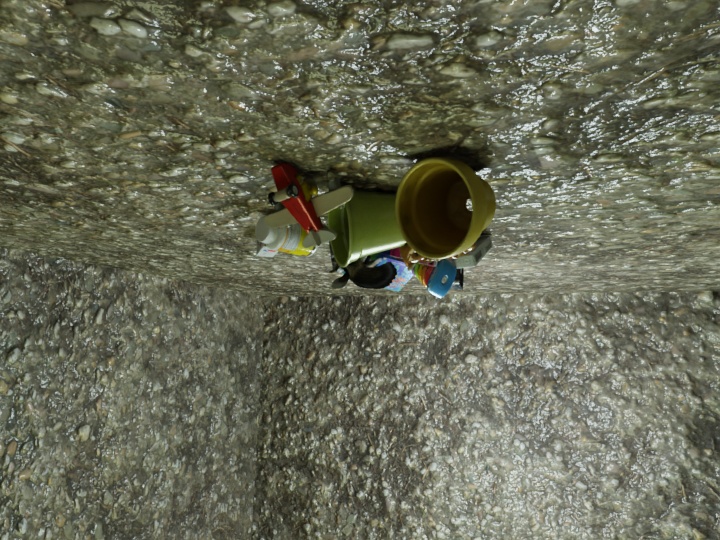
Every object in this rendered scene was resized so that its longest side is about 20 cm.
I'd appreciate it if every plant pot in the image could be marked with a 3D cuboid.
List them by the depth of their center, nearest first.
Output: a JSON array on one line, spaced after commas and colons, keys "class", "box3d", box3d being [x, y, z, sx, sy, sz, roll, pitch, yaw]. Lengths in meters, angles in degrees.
[{"class": "plant pot", "box3d": [0.203, -0.140, 1.205, 0.196, 0.209, 0.186, -5, -175, 39]}, {"class": "plant pot", "box3d": [0.026, -0.121, 1.411, 0.178, 0.209, 0.200, -6, 175, -18]}]

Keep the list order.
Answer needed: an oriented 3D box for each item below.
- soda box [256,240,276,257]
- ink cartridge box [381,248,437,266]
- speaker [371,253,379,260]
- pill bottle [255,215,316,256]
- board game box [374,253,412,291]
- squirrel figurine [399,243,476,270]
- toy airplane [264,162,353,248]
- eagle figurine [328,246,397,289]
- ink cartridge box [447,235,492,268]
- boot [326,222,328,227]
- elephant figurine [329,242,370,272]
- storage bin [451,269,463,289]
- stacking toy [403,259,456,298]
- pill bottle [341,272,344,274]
[{"class": "soda box", "box3d": [-0.334, -0.097, 2.012, 0.066, 0.066, 0.199, 5, 171, -17]}, {"class": "ink cartridge box", "box3d": [0.152, -0.081, 1.713, 0.194, 0.098, 0.037, 15, -175, 27]}, {"class": "speaker", "box3d": [0.115, -0.054, 2.047, 0.192, 0.092, 0.088, -6, 170, 14]}, {"class": "pill bottle", "box3d": [-0.228, -0.112, 1.726, 0.107, 0.114, 0.196, -6, 168, 43]}, {"class": "board game box", "box3d": [0.112, -0.001, 2.002, 0.147, 0.046, 0.201, 13, 148, -16]}, {"class": "squirrel figurine", "box3d": [0.183, -0.065, 1.520, 0.182, 0.145, 0.200, -25, 172, -19]}, {"class": "toy airplane", "box3d": [-0.125, -0.156, 1.306, 0.193, 0.144, 0.202, 16, 138, -4]}, {"class": "eagle figurine", "box3d": [0.004, -0.005, 1.792, 0.196, 0.156, 0.150, 22, 142, -31]}, {"class": "ink cartridge box", "box3d": [0.332, -0.057, 1.882, 0.195, 0.049, 0.159, -8, -158, 40]}, {"class": "boot", "box3d": [-0.011, -0.114, 1.766, 0.148, 0.076, 0.204, -3, 162, 17]}, {"class": "elephant figurine", "box3d": [-0.011, -0.075, 1.938, 0.192, 0.159, 0.144, -8, 139, -3]}, {"class": "storage bin", "box3d": [0.354, -0.004, 2.177, 0.090, 0.141, 0.200, 0, 171, 15]}, {"class": "stacking toy", "box3d": [0.212, -0.007, 1.839, 0.108, 0.119, 0.198, 28, -178, -44]}, {"class": "pill bottle", "box3d": [-0.022, -0.032, 2.190, 0.107, 0.115, 0.199, 6, 171, -23]}]
